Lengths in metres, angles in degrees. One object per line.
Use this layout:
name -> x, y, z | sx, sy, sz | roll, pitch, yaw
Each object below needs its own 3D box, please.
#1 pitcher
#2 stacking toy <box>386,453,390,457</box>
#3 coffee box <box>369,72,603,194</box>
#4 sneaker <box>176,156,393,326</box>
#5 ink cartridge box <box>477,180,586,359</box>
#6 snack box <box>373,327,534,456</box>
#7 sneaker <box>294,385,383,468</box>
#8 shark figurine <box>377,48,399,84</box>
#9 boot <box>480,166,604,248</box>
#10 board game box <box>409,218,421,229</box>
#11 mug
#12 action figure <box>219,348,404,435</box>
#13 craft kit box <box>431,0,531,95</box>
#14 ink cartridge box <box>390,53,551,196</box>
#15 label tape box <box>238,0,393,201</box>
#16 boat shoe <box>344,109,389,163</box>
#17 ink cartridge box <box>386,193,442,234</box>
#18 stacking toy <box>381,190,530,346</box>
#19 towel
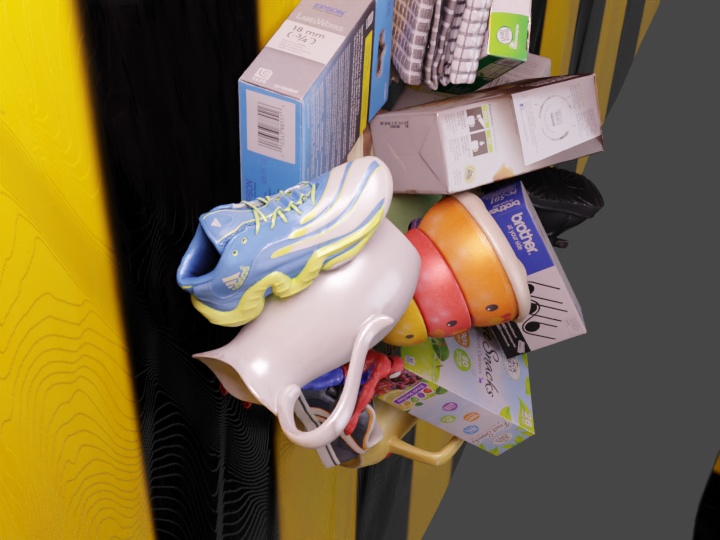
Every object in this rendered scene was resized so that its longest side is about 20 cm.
pitcher -> -0.026, 0.048, 1.219 | 0.200, 0.171, 0.121 | -48, 139, -8
stacking toy -> 0.033, 0.182, 1.864 | 0.200, 0.085, 0.085 | 97, 18, -46
coffee box -> 0.124, -0.133, 1.359 | 0.199, 0.114, 0.080 | -17, 103, -31
sneaker -> -0.067, -0.030, 1.144 | 0.200, 0.076, 0.105 | -41, 150, 10
ink cartridge box -> 0.162, 0.003, 1.480 | 0.044, 0.094, 0.200 | -94, 159, -48
snack box -> 0.096, 0.088, 1.541 | 0.068, 0.200, 0.169 | -35, -140, 35
sneaker -> -0.034, 0.127, 1.469 | 0.200, 0.079, 0.079 | 65, 5, -48
shark figurine -> 0.062, -0.226, 1.478 | 0.128, 0.089, 0.215 | 89, 23, -48
boot -> 0.158, -0.048, 1.536 | 0.198, 0.074, 0.162 | 12, 133, -43
board game box -> 0.050, -0.007, 1.712 | 0.120, 0.032, 0.201 | 79, 19, -54
mug -> 0.019, 0.143, 1.605 | 0.153, 0.186, 0.150 | -53, 123, -29
action figure -> -0.040, 0.125, 1.368 | 0.199, 0.065, 0.099 | -7, 109, -35
craft kit box -> 0.122, -0.284, 1.363 | 0.200, 0.048, 0.198 | 166, -68, -77
ink cartridge box -> 0.118, -0.170, 1.619 | 0.086, 0.147, 0.200 | 85, 29, -54
label tape box -> -0.038, -0.158, 1.241 | 0.145, 0.063, 0.200 | 94, 20, -45
boat shoe -> -0.001, -0.069, 1.408 | 0.075, 0.075, 0.203 | -8, 126, -26
ink cartridge box -> 0.000, 0.000, 1.376 | 0.199, 0.048, 0.146 | -14, 133, -24
stacking toy -> 0.048, 0.026, 1.335 | 0.200, 0.146, 0.146 | -30, 155, -7
towel -> 0.065, -0.275, 1.322 | 0.200, 0.085, 0.166 | -107, -155, -62
